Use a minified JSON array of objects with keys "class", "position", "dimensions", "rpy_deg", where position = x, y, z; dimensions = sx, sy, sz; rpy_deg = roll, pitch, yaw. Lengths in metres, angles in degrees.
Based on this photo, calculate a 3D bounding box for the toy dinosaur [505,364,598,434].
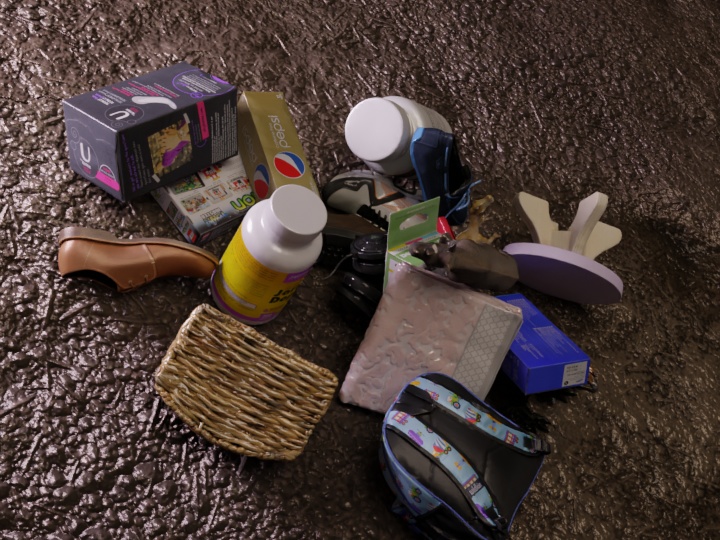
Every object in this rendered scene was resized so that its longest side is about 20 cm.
[{"class":"toy dinosaur","position":[0.244,0.152,1.476],"dimensions":[0.200,0.102,0.136],"rpy_deg":[-1,40,1]}]

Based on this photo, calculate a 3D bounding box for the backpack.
[{"class":"backpack","position":[0.106,0.237,1.290],"dimensions":[0.200,0.135,0.183],"rpy_deg":[38,50,-1]}]

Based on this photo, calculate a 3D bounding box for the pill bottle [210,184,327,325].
[{"class":"pill bottle","position":[-0.113,-0.021,1.309],"dimensions":[0.104,0.200,0.104],"rpy_deg":[14,53,-19]}]

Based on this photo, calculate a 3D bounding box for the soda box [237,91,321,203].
[{"class":"soda box","position":[-0.119,-0.152,1.439],"dimensions":[0.064,0.068,0.200],"rpy_deg":[-5,61,-31]}]

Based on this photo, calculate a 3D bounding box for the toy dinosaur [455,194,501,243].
[{"class":"toy dinosaur","position":[0.158,-0.016,1.537],"dimensions":[0.058,0.200,0.101],"rpy_deg":[17,4,35]}]

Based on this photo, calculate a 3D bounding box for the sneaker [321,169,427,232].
[{"class":"sneaker","position":[0.038,-0.088,1.525],"dimensions":[0.200,0.074,0.080],"rpy_deg":[13,55,-20]}]

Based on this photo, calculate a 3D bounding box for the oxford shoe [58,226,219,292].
[{"class":"oxford shoe","position":[-0.278,-0.003,1.303],"dimensions":[0.200,0.071,0.071],"rpy_deg":[5,66,-14]}]

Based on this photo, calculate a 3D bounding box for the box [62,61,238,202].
[{"class":"box","position":[-0.273,-0.187,1.376],"dimensions":[0.122,0.106,0.200],"rpy_deg":[30,41,33]}]

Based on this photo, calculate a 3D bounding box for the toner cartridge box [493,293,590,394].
[{"class":"toner cartridge box","position":[0.225,0.097,1.438],"dimensions":[0.095,0.043,0.200],"rpy_deg":[-5,26,-19]}]

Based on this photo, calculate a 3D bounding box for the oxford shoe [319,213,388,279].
[{"class":"oxford shoe","position":[0.015,-0.043,1.484],"dimensions":[0.200,0.073,0.084],"rpy_deg":[18,36,-25]}]

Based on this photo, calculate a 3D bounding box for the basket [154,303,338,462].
[{"class":"basket","position":[-0.147,0.145,1.268],"dimensions":[0.200,0.149,0.143],"rpy_deg":[30,82,-7]}]

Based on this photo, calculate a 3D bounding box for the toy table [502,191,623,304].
[{"class":"toy table","position":[0.313,-0.036,1.586],"dimensions":[0.200,0.184,0.117],"rpy_deg":[25,65,-27]}]

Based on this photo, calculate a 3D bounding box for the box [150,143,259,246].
[{"class":"box","position":[-0.183,-0.117,1.448],"dimensions":[0.200,0.035,0.110],"rpy_deg":[-29,75,-39]}]

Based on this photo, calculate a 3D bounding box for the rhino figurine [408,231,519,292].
[{"class":"rhino figurine","position":[0.130,-0.013,1.314],"dimensions":[0.087,0.060,0.200],"rpy_deg":[25,8,39]}]

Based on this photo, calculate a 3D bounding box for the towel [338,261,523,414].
[{"class":"towel","position":[0.093,0.109,1.350],"dimensions":[0.191,0.200,0.032],"rpy_deg":[21,12,-16]}]

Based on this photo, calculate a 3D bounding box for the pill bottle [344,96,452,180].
[{"class":"pill bottle","position":[0.056,-0.195,1.527],"dimensions":[0.114,0.114,0.200],"rpy_deg":[54,18,14]}]

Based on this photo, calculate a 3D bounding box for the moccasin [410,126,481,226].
[{"class":"moccasin","position":[0.127,-0.124,1.480],"dimensions":[0.068,0.200,0.081],"rpy_deg":[4,64,25]}]

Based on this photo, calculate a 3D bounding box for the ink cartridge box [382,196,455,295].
[{"class":"ink cartridge box","position":[0.086,0.012,1.396],"dimensions":[0.104,0.200,0.059],"rpy_deg":[-21,35,-40]}]

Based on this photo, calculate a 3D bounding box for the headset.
[{"class":"headset","position":[0.000,0.000,1.415],"dimensions":[0.200,0.124,0.094],"rpy_deg":[12,12,-40]}]

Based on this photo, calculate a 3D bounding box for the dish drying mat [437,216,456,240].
[{"class":"dish drying mat","position":[0.138,0.025,1.455],"dimensions":[0.018,0.077,0.200],"rpy_deg":[-6,57,-22]}]
